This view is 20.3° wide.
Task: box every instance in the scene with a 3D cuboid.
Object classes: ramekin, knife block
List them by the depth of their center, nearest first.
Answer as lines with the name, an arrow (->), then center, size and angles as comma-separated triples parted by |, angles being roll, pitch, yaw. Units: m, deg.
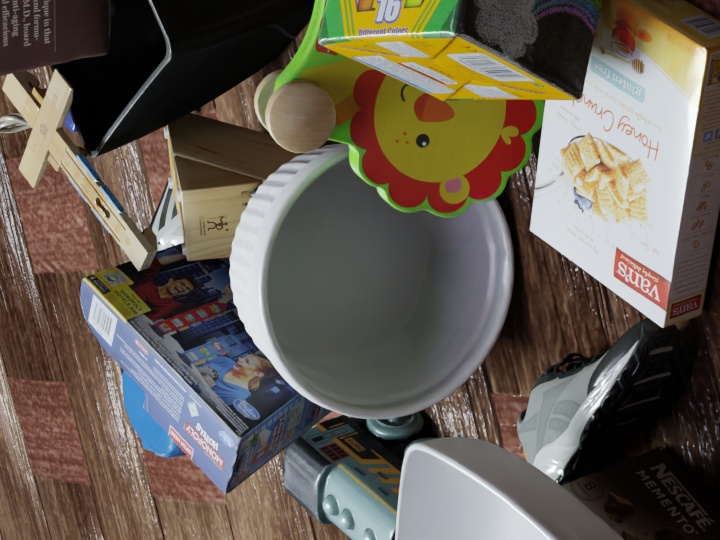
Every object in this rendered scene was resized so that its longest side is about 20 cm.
ramekin -> 0.000, 0.000, 1.455 | 0.105, 0.200, 0.201 | 18, 121, 65
knife block -> -0.060, -0.065, 1.594 | 0.200, 0.175, 0.064 | -110, 16, -59

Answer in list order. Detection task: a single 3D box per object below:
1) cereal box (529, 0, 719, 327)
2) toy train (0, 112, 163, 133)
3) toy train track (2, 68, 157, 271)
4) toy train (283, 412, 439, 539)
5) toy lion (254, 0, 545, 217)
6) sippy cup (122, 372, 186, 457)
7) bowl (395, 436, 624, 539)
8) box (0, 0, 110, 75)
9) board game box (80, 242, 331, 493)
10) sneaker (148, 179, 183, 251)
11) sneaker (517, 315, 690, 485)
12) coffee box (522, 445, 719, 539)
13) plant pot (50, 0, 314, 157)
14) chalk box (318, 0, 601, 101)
cereal box -> 0.172, -0.082, 1.279 | 0.144, 0.039, 0.200 | 40, 136, 45
toy train -> -0.239, -0.177, 1.746 | 0.085, 0.200, 0.116 | 41, 132, 42
toy train track -> -0.212, -0.083, 1.573 | 0.200, 0.033, 0.115 | 52, 138, 21
toy train -> 0.028, 0.177, 1.570 | 0.200, 0.114, 0.085 | 37, 135, 45
toy lion -> 0.036, -0.140, 1.346 | 0.069, 0.191, 0.200 | -132, 54, -71
sippy cup -> -0.136, 0.103, 1.783 | 0.140, 0.130, 0.178 | 58, 147, 24
bowl -> 0.107, 0.213, 1.280 | 0.200, 0.075, 0.200 | 36, 134, 47
box -> -0.308, -0.243, 1.476 | 0.166, 0.200, 0.164 | 37, 134, 44
board game box -> -0.082, 0.056, 1.557 | 0.200, 0.200, 0.062 | 43, 134, 30
sneaker -> -0.108, -0.001, 1.686 | 0.201, 0.115, 0.076 | 68, -170, 20
sneaker -> 0.154, 0.085, 1.364 | 0.079, 0.074, 0.200 | 64, 149, 24
coffee box -> 0.204, 0.223, 1.310 | 0.200, 0.113, 0.080 | 52, 143, 33
plant pot -> -0.142, -0.231, 1.580 | 0.200, 0.177, 0.200 | -41, 69, 58
chalk box -> 0.075, -0.216, 1.238 | 0.124, 0.125, 0.200 | 3, 77, 46
